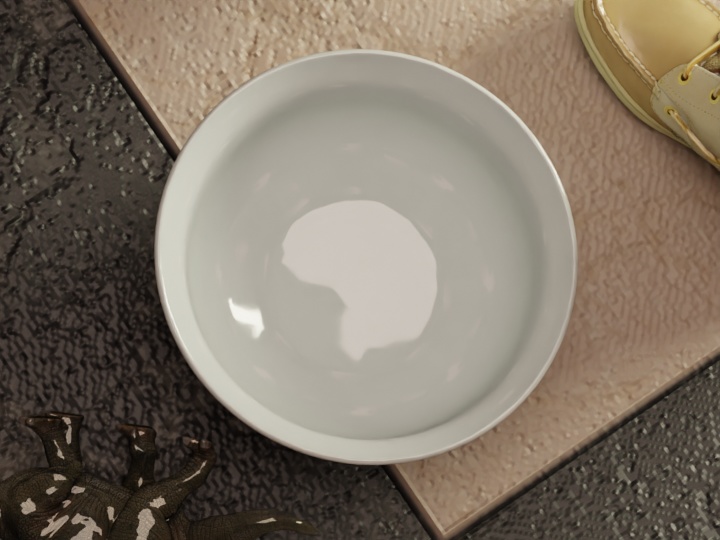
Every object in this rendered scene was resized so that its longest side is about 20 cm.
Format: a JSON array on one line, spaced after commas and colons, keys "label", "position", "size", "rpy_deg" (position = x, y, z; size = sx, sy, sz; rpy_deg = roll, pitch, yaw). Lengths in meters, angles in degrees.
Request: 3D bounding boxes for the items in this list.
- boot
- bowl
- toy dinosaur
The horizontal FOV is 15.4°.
[{"label": "boot", "position": [0.194, -0.092, 1.297], "size": [0.073, 0.155, 0.200], "rpy_deg": [-40, 85, -11]}, {"label": "bowl", "position": [0.000, 0.000, 1.294], "size": [0.201, 0.090, 0.201], "rpy_deg": [1, 79, -5]}, {"label": "toy dinosaur", "position": [-0.123, 0.124, 1.278], "size": [0.200, 0.077, 0.102], "rpy_deg": [10, 90, -8]}]
